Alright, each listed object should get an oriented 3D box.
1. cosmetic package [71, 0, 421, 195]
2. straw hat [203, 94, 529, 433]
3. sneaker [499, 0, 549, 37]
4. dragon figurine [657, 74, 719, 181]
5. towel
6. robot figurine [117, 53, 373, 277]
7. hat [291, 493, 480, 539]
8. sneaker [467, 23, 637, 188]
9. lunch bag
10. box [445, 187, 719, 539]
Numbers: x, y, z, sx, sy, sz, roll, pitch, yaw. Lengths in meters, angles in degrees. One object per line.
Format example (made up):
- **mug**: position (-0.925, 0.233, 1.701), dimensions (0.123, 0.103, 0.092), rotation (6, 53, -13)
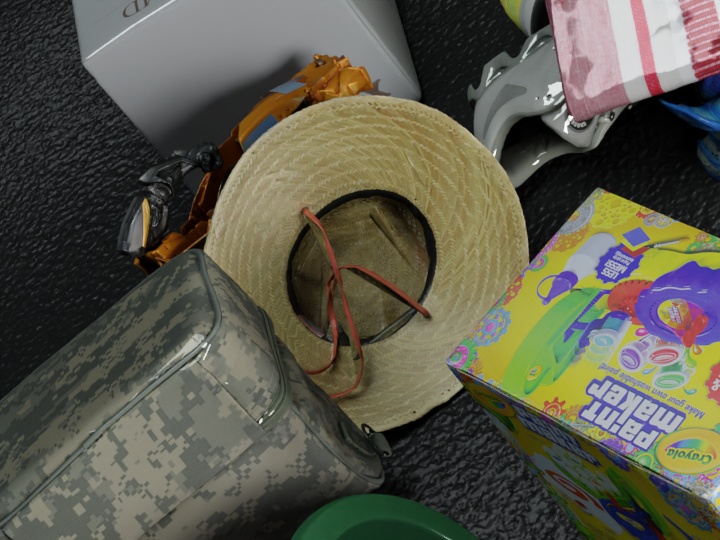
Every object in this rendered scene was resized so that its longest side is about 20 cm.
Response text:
- **cosmetic package**: position (-0.081, -0.181, 1.959), dimensions (0.167, 0.166, 0.200), rotation (-30, 38, 13)
- **straw hat**: position (0.000, 0.000, 1.756), dimensions (0.201, 0.201, 0.085), rotation (-42, -5, -3)
- **sneaker**: position (0.159, -0.224, 1.870), dimensions (0.200, 0.078, 0.090), rotation (-44, 29, -8)
- **dragon figurine**: position (0.212, -0.090, 1.693), dimensions (0.100, 0.059, 0.200), rotation (-51, 37, -15)
- **towel**: position (0.194, -0.181, 1.683), dimensions (0.199, 0.023, 0.145), rotation (-19, 71, 24)
- **robot figurine**: position (-0.057, -0.033, 1.806), dimensions (0.200, 0.145, 0.058), rotation (-46, 29, -25)
- **hat**: position (-0.007, 0.228, 1.538), dimensions (0.176, 0.166, 0.200), rotation (-48, -8, 32)
- **sneaker**: position (0.142, -0.118, 1.756), dimensions (0.200, 0.074, 0.089), rotation (-44, 31, 35)
- **lunch bag**: position (-0.103, 0.116, 1.648), dimensions (0.200, 0.168, 0.139), rotation (-40, 24, 8)
- **box**: position (0.180, 0.089, 1.419), dimensions (0.122, 0.193, 0.200), rotation (-48, 37, -12)
